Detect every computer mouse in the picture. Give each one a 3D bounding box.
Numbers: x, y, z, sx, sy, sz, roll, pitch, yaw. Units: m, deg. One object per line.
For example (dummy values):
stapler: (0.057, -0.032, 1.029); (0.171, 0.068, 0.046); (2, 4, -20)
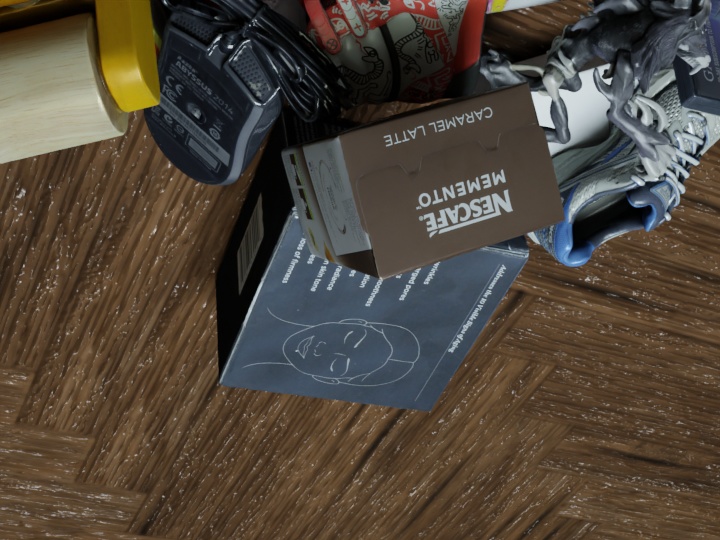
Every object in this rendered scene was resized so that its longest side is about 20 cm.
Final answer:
computer mouse: (-0.081, -0.121, 0.682); (0.138, 0.053, 0.200); (43, 151, -5)

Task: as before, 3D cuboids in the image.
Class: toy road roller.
toy road roller: (-0.196, -0.178, 0.597); (0.121, 0.203, 0.146); (-12, 159, 3)

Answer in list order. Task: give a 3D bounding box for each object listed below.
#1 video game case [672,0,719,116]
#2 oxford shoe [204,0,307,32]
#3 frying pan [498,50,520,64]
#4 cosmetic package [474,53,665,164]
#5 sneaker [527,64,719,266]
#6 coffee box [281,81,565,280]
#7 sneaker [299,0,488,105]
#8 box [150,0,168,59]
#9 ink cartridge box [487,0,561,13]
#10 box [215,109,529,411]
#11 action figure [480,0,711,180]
video game case: (0.302, -0.160, 0.756); (0.197, 0.145, 0.019); (8, 153, -18)
oxford shoe: (-0.069, -0.217, 0.688); (0.072, 0.072, 0.201); (-24, 144, -15)
frying pan: (0.178, -0.112, 0.866); (0.113, 0.031, 0.191); (-17, 139, 4)
cosmetic package: (0.177, -0.126, 0.809); (0.197, 0.051, 0.084); (-17, 121, -1)
sneaker: (0.209, -0.071, 0.770); (0.199, 0.086, 0.077); (-40, 124, 14)
coffee box: (0.027, -0.055, 0.651); (0.113, 0.200, 0.081); (-18, 98, -10)
sneaker: (0.018, -0.174, 0.613); (0.106, 0.068, 0.203); (-8, 143, -6)
box: (-0.232, -0.148, 0.725); (0.197, 0.051, 0.076); (-18, 137, 6)
ink cartridge box: (0.076, -0.242, 0.664); (0.196, 0.086, 0.149); (-11, 139, -3)
box: (0.000, 0.000, 0.872); (0.194, 0.125, 0.201); (11, 132, -20)
action figure: (0.159, -0.125, 0.679); (0.101, 0.121, 0.199); (28, 151, -29)
